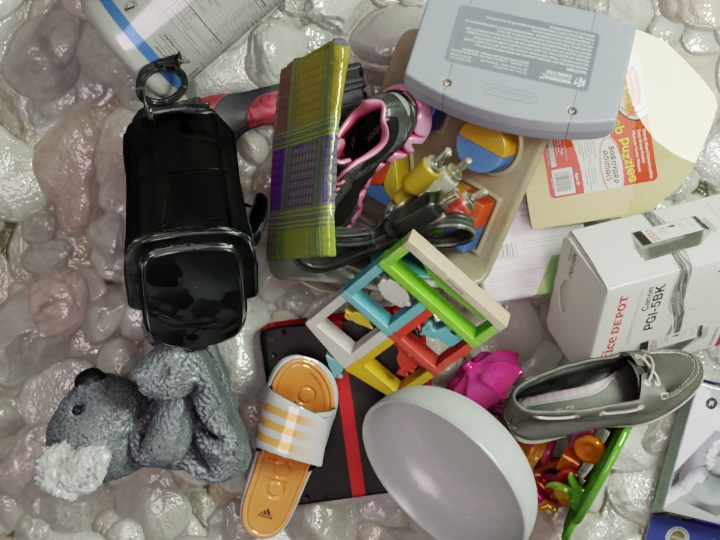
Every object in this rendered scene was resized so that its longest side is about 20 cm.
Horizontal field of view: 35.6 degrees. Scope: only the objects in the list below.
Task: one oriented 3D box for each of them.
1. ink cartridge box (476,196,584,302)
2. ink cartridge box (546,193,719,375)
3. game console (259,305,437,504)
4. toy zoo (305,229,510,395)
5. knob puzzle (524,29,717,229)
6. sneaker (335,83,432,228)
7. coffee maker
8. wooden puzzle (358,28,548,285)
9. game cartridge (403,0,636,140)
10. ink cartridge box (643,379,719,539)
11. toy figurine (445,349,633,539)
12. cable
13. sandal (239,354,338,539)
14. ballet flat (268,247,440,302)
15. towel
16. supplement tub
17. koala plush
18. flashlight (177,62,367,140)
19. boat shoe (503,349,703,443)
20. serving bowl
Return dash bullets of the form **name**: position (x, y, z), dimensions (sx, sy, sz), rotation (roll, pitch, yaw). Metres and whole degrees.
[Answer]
- **ink cartridge box**: position (0.163, -0.076, 1.152), dimensions (0.116, 0.067, 0.202), rotation (-9, 96, -1)
- **ink cartridge box**: position (0.296, 0.016, 1.098), dimensions (0.198, 0.083, 0.148), rotation (-14, 139, -13)
- **game console**: position (-0.009, 0.145, 1.200), dimensions (0.175, 0.031, 0.202), rotation (-7, 96, 5)
- **toy zoo**: position (0.034, 0.056, 1.115), dimensions (0.131, 0.021, 0.200), rotation (40, 130, -12)
- **knob puzzle**: position (0.248, -0.145, 1.098), dimensions (0.217, 0.030, 0.222), rotation (0, 92, -1)
- **sneaker**: position (-0.020, -0.098, 1.076), dimensions (0.079, 0.095, 0.200), rotation (44, 113, 11)
- **coffee maker**: position (-0.170, -0.058, 1.038), dimensions (0.134, 0.201, 0.193), rotation (-24, 129, 6)
- **wooden puzzle**: position (0.077, -0.111, 1.102), dimensions (0.185, 0.046, 0.201), rotation (33, 113, 23)
- **game cartridge**: position (0.146, -0.191, 1.043), dimensions (0.198, 0.041, 0.134), rotation (14, 63, 9)
- **ink cartridge box**: position (0.421, 0.233, 1.201), dimensions (0.198, 0.041, 0.202), rotation (13, 96, -1)
- **toy figurine**: position (0.171, 0.165, 1.163), dimensions (0.183, 0.150, 0.201), rotation (28, 135, 13)
- **cable**: position (0.031, -0.044, 1.080), dimensions (0.199, 0.051, 0.097), rotation (-24, 131, 28)
- **sandal**: position (-0.073, 0.192, 1.159), dimensions (0.078, 0.059, 0.209), rotation (13, 101, -9)
- **ballet flat**: position (0.000, 0.000, 1.172), dimensions (0.198, 0.068, 0.064), rotation (13, 124, -1)
- **towel**: position (-0.049, -0.110, 1.048), dimensions (0.023, 0.143, 0.202), rotation (5, 86, -26)
- **supplement tub**: position (-0.160, -0.278, 1.098), dimensions (0.200, 0.132, 0.132), rotation (-41, 95, 3)
- **koala plush**: position (-0.226, 0.154, 1.130), dimensions (0.198, 0.177, 0.185), rotation (-21, 108, -2)
- **flashlight**: position (-0.090, -0.160, 1.142), dimensions (0.198, 0.068, 0.068), rotation (-11, 95, 2)
- **boat shoe**: position (0.231, 0.112, 1.055), dimensions (0.198, 0.057, 0.067), rotation (-16, 54, -2)
- **serving bowl**: position (0.097, 0.189, 1.110), dimensions (0.066, 0.200, 0.201), rotation (-41, 96, -33)
